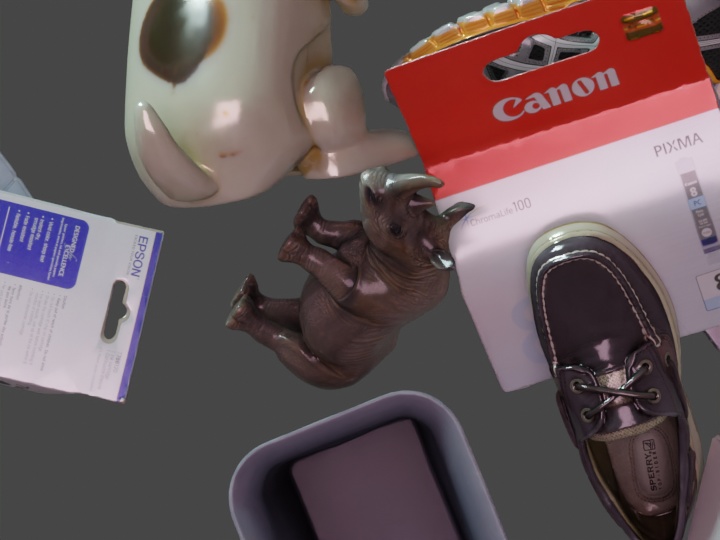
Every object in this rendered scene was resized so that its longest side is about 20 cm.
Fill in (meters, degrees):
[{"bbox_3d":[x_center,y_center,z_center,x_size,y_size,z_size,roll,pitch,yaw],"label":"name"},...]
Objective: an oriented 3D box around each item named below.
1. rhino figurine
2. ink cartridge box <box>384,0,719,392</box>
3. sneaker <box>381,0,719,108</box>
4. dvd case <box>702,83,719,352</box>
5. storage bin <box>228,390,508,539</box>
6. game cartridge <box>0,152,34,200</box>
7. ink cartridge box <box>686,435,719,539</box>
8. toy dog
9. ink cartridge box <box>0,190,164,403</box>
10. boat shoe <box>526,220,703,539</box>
[{"bbox_3d":[0.000,0.000,1.156,0.087,0.200,0.060,31,53,-8],"label":"rhino figurine"},{"bbox_3d":[0.119,-0.041,1.150,0.160,0.047,0.200,-18,128,10],"label":"ink cartridge box"},{"bbox_3d":[0.109,-0.116,1.191,0.199,0.078,0.078,-16,99,8],"label":"sneaker"},{"bbox_3d":[0.235,-0.072,1.223,0.200,0.016,0.149,-38,90,1],"label":"dvd case"},{"bbox_3d":[0.012,0.170,1.173,0.145,0.134,0.201,-22,90,1],"label":"storage bin"},{"bbox_3d":[-0.271,-0.045,1.206,0.200,0.041,0.133,41,72,-2],"label":"game cartridge"},{"bbox_3d":[0.249,0.204,1.152,0.147,0.145,0.201,13,92,-14],"label":"ink cartridge box"},{"bbox_3d":[-0.079,-0.139,1.135,0.139,0.194,0.201,-4,100,38],"label":"toy dog"},{"bbox_3d":[-0.212,0.004,1.172,0.199,0.039,0.100,15,78,-7],"label":"ink cartridge box"},{"bbox_3d":[0.139,0.066,1.161,0.072,0.065,0.200,-14,123,10],"label":"boat shoe"}]
